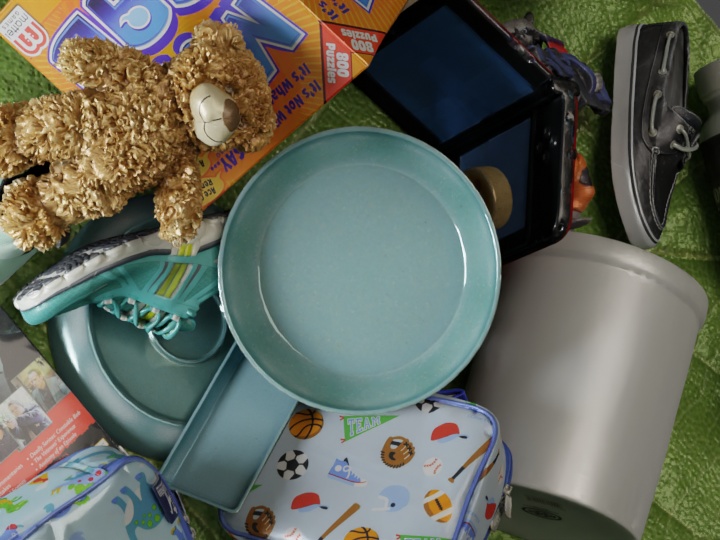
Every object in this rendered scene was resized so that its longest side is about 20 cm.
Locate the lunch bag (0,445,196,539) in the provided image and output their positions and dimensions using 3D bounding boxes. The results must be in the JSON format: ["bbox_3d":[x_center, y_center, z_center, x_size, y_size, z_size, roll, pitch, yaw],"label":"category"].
[{"bbox_3d":[-0.198,0.224,1.261,0.199,0.082,0.162,-31,112,-30],"label":"lunch bag"}]

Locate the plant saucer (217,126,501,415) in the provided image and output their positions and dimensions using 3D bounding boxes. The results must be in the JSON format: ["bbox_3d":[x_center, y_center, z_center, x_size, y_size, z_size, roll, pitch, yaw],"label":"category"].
[{"bbox_3d":[0.000,0.000,1.336,0.198,0.036,0.202,0,91,4],"label":"plant saucer"}]

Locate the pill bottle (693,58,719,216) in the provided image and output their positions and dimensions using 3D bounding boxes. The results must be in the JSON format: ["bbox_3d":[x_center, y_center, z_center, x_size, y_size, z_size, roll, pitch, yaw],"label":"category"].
[{"bbox_3d":[0.358,-0.087,1.633,0.116,0.116,0.201,-11,82,-30],"label":"pill bottle"}]

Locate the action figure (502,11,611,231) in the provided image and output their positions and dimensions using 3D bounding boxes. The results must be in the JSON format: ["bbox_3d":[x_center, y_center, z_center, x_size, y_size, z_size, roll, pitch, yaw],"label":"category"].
[{"bbox_3d":[0.139,-0.117,1.523,0.200,0.104,0.195,20,55,-63],"label":"action figure"}]

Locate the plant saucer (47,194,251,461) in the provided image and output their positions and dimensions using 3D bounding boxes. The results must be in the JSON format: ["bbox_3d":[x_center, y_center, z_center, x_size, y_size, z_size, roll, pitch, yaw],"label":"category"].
[{"bbox_3d":[-0.130,0.038,1.388,0.199,0.027,0.202,8,74,-28],"label":"plant saucer"}]

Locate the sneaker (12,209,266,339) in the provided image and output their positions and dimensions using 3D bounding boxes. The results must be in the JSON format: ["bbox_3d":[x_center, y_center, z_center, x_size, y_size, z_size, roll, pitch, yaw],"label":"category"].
[{"bbox_3d":[-0.145,0.010,1.332,0.199,0.077,0.080,-14,93,-30],"label":"sneaker"}]

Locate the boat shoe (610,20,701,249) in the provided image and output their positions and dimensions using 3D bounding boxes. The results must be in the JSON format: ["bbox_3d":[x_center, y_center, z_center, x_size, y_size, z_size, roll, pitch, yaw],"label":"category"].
[{"bbox_3d":[0.254,-0.117,1.600,0.072,0.067,0.202,37,52,-56],"label":"boat shoe"}]

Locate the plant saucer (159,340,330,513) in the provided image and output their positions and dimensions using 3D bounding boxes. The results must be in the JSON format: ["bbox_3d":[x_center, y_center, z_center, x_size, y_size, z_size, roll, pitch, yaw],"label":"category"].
[{"bbox_3d":[-0.071,0.083,1.364,0.069,0.019,0.201,17,63,23],"label":"plant saucer"}]

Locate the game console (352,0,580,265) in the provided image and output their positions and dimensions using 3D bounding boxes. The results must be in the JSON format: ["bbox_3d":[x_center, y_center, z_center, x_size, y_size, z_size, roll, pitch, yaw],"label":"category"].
[{"bbox_3d":[0.066,-0.095,1.427,0.118,0.200,0.174,11,74,-23],"label":"game console"}]

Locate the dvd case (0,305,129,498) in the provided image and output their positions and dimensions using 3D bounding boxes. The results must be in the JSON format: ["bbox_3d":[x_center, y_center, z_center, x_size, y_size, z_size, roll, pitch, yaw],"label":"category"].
[{"bbox_3d":[-0.272,0.103,1.298,0.146,0.022,0.200,-44,101,-30],"label":"dvd case"}]

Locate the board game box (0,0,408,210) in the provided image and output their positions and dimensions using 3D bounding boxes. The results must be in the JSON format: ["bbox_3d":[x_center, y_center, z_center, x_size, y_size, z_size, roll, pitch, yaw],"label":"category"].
[{"bbox_3d":[-0.095,-0.208,1.335,0.200,0.200,0.200,43,40,-13],"label":"board game box"}]

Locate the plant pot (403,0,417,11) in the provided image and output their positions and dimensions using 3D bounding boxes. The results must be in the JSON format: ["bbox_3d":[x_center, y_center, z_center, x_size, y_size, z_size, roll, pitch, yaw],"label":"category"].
[{"bbox_3d":[0.013,-0.292,1.469,0.200,0.200,0.184,-36,107,-30],"label":"plant pot"}]

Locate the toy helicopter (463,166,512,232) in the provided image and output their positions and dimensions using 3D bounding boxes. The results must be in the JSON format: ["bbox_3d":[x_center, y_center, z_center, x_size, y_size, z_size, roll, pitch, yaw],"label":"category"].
[{"bbox_3d":[0.057,-0.006,1.399,0.078,0.200,0.133,-7,66,-32],"label":"toy helicopter"}]

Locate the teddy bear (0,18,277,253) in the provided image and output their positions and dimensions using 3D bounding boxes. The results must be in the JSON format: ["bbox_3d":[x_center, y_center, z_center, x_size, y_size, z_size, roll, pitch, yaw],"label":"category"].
[{"bbox_3d":[-0.150,-0.084,1.211,0.198,0.067,0.146,-4,94,-6],"label":"teddy bear"}]

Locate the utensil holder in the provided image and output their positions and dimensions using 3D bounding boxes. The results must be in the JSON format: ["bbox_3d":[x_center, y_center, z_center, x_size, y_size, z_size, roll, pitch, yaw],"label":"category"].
[{"bbox_3d":[0.162,0.097,1.454,0.169,0.170,0.201,25,70,-21],"label":"utensil holder"}]

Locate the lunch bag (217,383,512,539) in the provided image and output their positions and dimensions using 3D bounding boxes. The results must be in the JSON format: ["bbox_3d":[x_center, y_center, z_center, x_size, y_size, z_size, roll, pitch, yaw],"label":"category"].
[{"bbox_3d":[0.009,0.151,1.348,0.161,0.199,0.076,-65,153,-26],"label":"lunch bag"}]

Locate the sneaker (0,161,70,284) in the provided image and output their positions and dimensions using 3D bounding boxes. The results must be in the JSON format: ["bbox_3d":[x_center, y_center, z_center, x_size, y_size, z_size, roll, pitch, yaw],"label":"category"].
[{"bbox_3d":[-0.206,-0.071,1.314,0.074,0.118,0.201,41,52,-12],"label":"sneaker"}]
